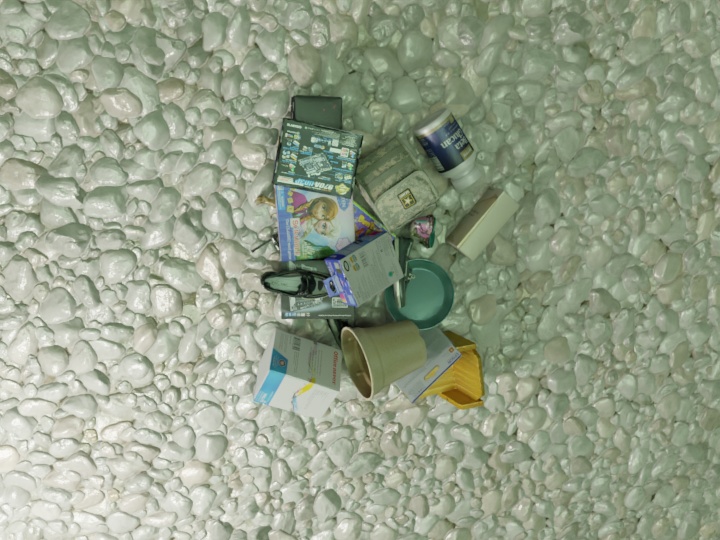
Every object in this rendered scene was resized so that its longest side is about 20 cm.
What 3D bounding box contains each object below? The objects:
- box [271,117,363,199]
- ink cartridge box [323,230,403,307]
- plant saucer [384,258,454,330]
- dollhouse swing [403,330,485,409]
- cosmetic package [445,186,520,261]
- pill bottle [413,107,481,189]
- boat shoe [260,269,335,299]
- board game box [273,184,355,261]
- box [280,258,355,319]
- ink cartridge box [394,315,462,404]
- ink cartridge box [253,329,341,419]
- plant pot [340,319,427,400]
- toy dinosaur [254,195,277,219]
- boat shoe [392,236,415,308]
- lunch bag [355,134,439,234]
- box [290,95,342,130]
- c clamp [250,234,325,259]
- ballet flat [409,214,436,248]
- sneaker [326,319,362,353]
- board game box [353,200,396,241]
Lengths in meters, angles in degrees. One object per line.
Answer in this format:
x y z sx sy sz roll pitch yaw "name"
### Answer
-0.104 -0.270 1.367 0.198 0.046 0.160 9 103 -13 "box"
0.000 0.000 1.447 0.199 0.076 0.137 -32 111 -30 "ink cartridge box"
0.166 0.068 1.604 0.198 0.036 0.202 0 87 0 "plant saucer"
0.233 0.308 1.646 0.175 0.181 0.202 -17 109 -25 "dollhouse swing"
0.339 -0.131 1.577 0.073 0.104 0.200 37 94 -17 "cosmetic package"
0.238 -0.319 1.501 0.111 0.111 0.200 -37 109 0 "pill bottle"
-0.160 0.035 1.447 0.198 0.066 0.075 11 94 -3 "boat shoe"
-0.116 -0.132 1.456 0.198 0.041 0.202 -7 105 -12 "board game box"
-0.113 0.049 1.508 0.198 0.050 0.159 1 96 -2 "box"
0.165 0.245 1.599 0.200 0.200 0.041 -44 141 3 "ink cartridge box"
-0.168 0.285 1.538 0.199 0.147 0.146 20 128 -15 "ink cartridge box"
0.069 0.220 1.510 0.182 0.200 0.202 -17 108 -20 "plant pot"
-0.176 -0.181 1.483 0.199 0.058 0.102 -17 106 -7 "toy dinosaur"
0.122 0.004 1.555 0.061 0.073 0.202 -1 81 -6 "boat shoe"
0.089 -0.215 1.458 0.164 0.118 0.201 -34 76 0 "lunch bag"
-0.113 -0.336 1.428 0.121 0.106 0.202 -2 105 -11 "box"
-0.172 -0.030 1.544 0.171 0.027 0.200 -38 107 -5 "c clamp"
0.167 -0.108 1.519 0.071 0.200 0.070 8 81 8 "ballet flat"
-0.021 0.175 1.602 0.114 0.076 0.200 -32 111 -4 "sneaker"
-0.021 -0.105 1.535 0.200 0.045 0.135 37 93 -20 "board game box"
